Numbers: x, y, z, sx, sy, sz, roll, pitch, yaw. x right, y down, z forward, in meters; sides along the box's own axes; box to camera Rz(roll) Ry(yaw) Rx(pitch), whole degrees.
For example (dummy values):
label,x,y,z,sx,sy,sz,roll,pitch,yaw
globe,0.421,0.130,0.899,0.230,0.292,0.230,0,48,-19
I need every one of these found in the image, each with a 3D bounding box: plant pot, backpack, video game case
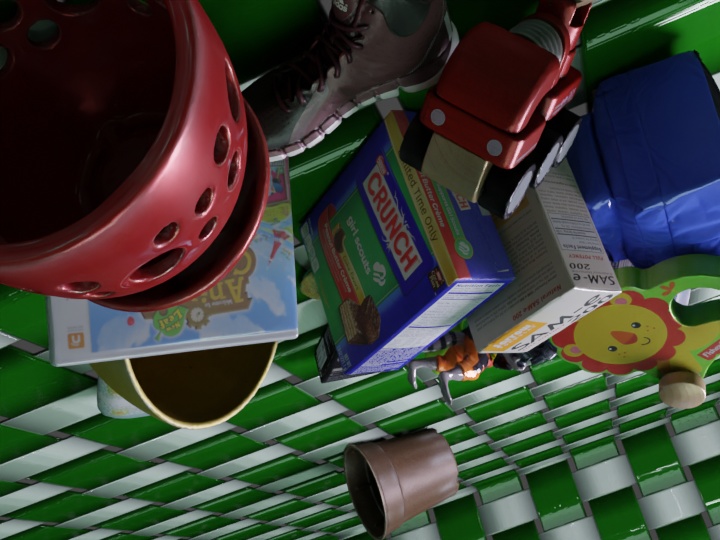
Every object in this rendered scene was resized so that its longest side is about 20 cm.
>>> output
label,x,y,z,sx,sy,sz,roll,pitch,yaw
plant pot,-0.161,-0.079,0.532,0.196,0.204,0.183,-19,165,5
plant pot,-0.187,0.033,0.790,0.140,0.205,0.199,2,169,34
backpack,0.292,-0.086,0.845,0.165,0.166,0.200,-13,151,25
plant pot,0.091,0.438,1.830,0.194,0.203,0.201,-14,158,-23
video game case,-0.146,-0.029,0.675,0.196,0.187,0.022,-5,-177,-26

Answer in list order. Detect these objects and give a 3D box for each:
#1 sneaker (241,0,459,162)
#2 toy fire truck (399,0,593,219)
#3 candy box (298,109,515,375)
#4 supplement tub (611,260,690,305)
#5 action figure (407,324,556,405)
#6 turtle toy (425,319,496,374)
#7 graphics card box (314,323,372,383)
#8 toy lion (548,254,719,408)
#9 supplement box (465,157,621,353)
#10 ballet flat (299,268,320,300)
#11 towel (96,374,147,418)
label,x,y,z,sx,sy,sz,roll,pitch,yaw
sneaker,-0.026,-0.160,0.609,0.197,0.077,0.116,-27,151,-3
toy fire truck,0.138,-0.156,0.630,0.176,0.127,0.203,-39,153,-49
candy box,0.034,-0.020,0.813,0.076,0.172,0.200,-3,153,-36
supplement tub,0.250,0.006,0.968,0.196,0.143,0.141,19,148,-9
action figure,0.160,0.084,1.063,0.192,0.106,0.200,-33,180,-16
turtle toy,0.183,0.087,1.226,0.196,0.103,0.146,-16,156,-2
graphics card box,0.014,0.089,1.182,0.123,0.052,0.201,-10,154,-17
toy lion,0.293,0.049,0.857,0.189,0.070,0.201,25,139,-11
supplement box,0.140,-0.042,0.798,0.072,0.204,0.126,3,151,-37
ballet flat,0.000,0.000,0.962,0.070,0.072,0.199,7,147,-43
towel,-0.237,0.130,1.110,0.196,0.049,0.172,-7,151,-22
